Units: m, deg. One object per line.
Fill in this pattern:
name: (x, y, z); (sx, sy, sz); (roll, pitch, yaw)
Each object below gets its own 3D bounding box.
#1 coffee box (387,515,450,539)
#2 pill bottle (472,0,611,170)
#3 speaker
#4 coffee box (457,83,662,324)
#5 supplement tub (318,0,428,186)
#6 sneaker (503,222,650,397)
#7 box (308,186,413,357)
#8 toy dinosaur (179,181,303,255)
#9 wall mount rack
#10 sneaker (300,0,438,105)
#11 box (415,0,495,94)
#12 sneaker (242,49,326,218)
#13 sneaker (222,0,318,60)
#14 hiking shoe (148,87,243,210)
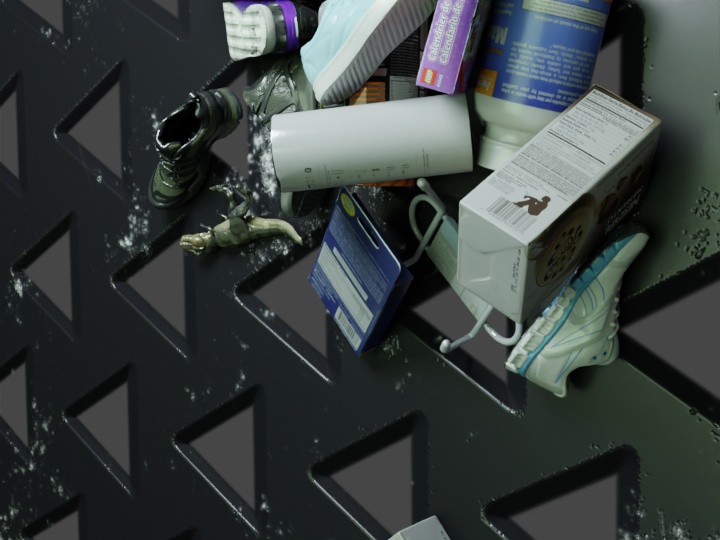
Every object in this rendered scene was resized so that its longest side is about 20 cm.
coffee box: (0.032, 0.387, 1.155); (0.200, 0.079, 0.115); (-45, 67, 31)
pill bottle: (0.173, -0.196, 0.982); (0.112, 0.112, 0.201); (21, 106, 34)
speaker: (0.014, -0.127, 1.002); (0.198, 0.081, 0.082); (-6, 90, 5)
coffee box: (0.181, -0.063, 0.917); (0.080, 0.200, 0.113); (35, 151, 28)
supplement tub: (0.013, -0.193, 1.098); (0.122, 0.122, 0.202); (5, 96, 37)
sneaker: (0.233, 0.043, 0.993); (0.086, 0.075, 0.201); (37, 116, 8)
box: (0.000, 0.000, 1.125); (0.121, 0.032, 0.200); (56, 153, 20)
toy dinosaur: (-0.156, -0.069, 1.286); (0.199, 0.047, 0.089); (-5, 105, 37)
wall mount rack: (0.096, -0.008, 1.053); (0.200, 0.074, 0.174); (54, 148, 21)
sneaker: (0.001, -0.251, 0.974); (0.200, 0.074, 0.082); (-40, 75, 37)
box: (0.104, -0.247, 0.979); (0.039, 0.200, 0.138); (17, 105, 9)
sneaker: (-0.087, -0.166, 1.209); (0.114, 0.076, 0.201); (8, 95, 38)
sneaker: (-0.101, -0.293, 1.209); (0.200, 0.099, 0.070); (-145, 46, -62)
hiking shoe: (-0.241, -0.161, 1.307); (0.076, 0.100, 0.200); (50, 120, 24)
